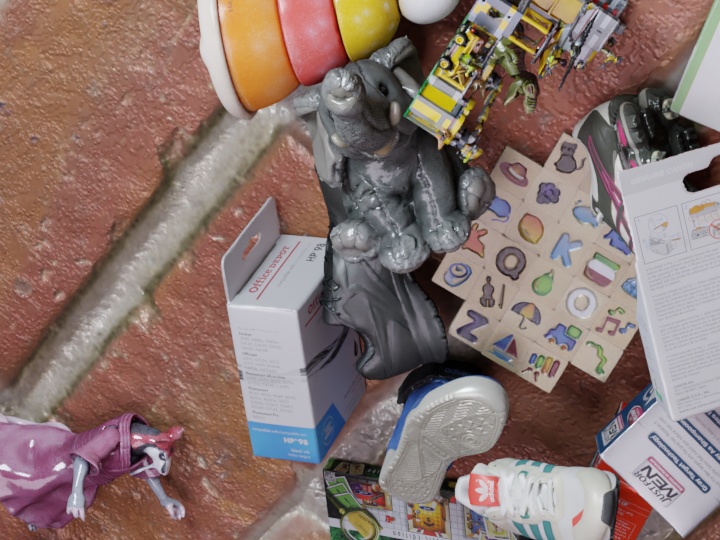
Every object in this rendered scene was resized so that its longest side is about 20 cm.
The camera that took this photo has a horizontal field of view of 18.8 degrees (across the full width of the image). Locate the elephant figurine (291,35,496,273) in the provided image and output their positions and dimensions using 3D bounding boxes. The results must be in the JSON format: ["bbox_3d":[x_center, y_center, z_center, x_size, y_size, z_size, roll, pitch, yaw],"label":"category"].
[{"bbox_3d":[0.014,-0.111,1.662,0.155,0.142,0.200,11,138,47],"label":"elephant figurine"}]

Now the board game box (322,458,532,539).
[{"bbox_3d":[0.064,0.233,1.996,0.199,0.023,0.105,7,127,21],"label":"board game box"}]

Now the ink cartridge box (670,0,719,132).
[{"bbox_3d":[0.344,-0.142,1.594,0.199,0.048,0.146,24,129,6],"label":"ink cartridge box"}]

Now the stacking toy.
[{"bbox_3d":[-0.020,-0.200,1.691,0.199,0.146,0.147,-7,120,10],"label":"stacking toy"}]

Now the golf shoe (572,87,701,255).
[{"bbox_3d":[0.231,-0.041,1.691,0.088,0.077,0.201,-13,97,51],"label":"golf shoe"}]

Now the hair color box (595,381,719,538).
[{"bbox_3d":[0.291,0.104,1.721,0.100,0.061,0.200,44,100,-7],"label":"hair color box"}]

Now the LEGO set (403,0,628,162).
[{"bbox_3d":[0.125,-0.154,1.610,0.116,0.200,0.154,33,109,-1],"label":"LEGO set"}]

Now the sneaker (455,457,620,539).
[{"bbox_3d":[0.139,0.189,1.770,0.093,0.200,0.071,7,87,-16],"label":"sneaker"}]

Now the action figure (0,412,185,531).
[{"bbox_3d":[-0.252,0.176,2.078,0.200,0.134,0.149,-23,68,22],"label":"action figure"}]

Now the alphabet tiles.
[{"bbox_3d":[0.159,-0.005,1.761,0.166,0.006,0.200,30,113,3],"label":"alphabet tiles"}]

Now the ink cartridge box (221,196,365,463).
[{"bbox_3d":[-0.055,0.050,1.865,0.066,0.116,0.201,6,125,21],"label":"ink cartridge box"}]

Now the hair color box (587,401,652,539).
[{"bbox_3d":[0.204,0.220,1.870,0.061,0.102,0.200,25,128,6],"label":"hair color box"}]

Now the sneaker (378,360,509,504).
[{"bbox_3d":[0.078,0.110,1.838,0.077,0.111,0.200,22,146,-5],"label":"sneaker"}]

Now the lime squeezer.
[{"bbox_3d":[0.118,-0.028,1.782,0.200,0.038,0.071,37,130,-1],"label":"lime squeezer"}]

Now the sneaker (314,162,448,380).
[{"bbox_3d":[0.000,0.000,1.800,0.091,0.076,0.201,-25,96,-4],"label":"sneaker"}]

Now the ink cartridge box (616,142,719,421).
[{"bbox_3d":[0.280,-0.004,1.624,0.160,0.050,0.201,-17,104,-4],"label":"ink cartridge box"}]
